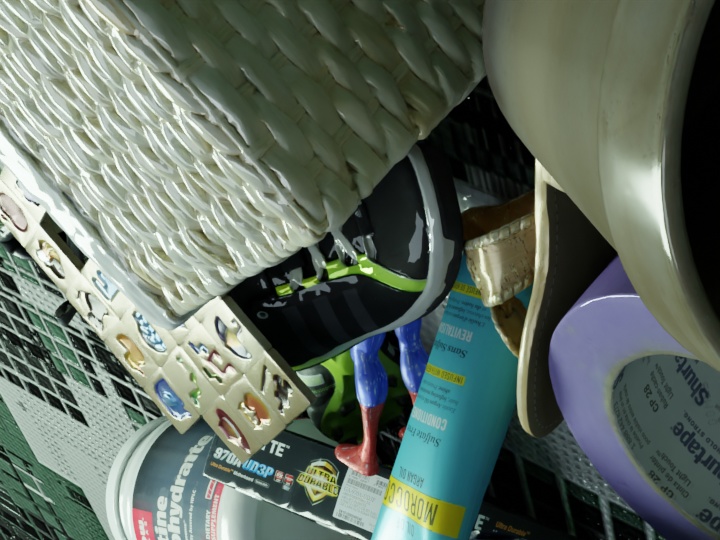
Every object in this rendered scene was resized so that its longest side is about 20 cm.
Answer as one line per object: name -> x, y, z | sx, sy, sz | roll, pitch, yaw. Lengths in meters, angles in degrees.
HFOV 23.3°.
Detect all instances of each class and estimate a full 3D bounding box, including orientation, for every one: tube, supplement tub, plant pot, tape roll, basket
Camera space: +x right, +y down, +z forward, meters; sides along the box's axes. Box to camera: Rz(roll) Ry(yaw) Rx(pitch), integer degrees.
tube -> 0.049, 0.078, 0.879 | 0.050, 0.200, 0.077 | 19, 179, -23
supplement tub -> -0.083, 0.170, 1.253 | 0.200, 0.140, 0.140 | -1, 130, 54
plant pot -> 0.133, -0.072, 0.578 | 0.174, 0.200, 0.200 | 34, 158, 58
tape roll -> 0.189, 0.059, 0.777 | 0.200, 0.085, 0.200 | 33, 151, 21
basket -> -0.057, -0.119, 0.739 | 0.200, 0.198, 0.161 | 49, 149, -9

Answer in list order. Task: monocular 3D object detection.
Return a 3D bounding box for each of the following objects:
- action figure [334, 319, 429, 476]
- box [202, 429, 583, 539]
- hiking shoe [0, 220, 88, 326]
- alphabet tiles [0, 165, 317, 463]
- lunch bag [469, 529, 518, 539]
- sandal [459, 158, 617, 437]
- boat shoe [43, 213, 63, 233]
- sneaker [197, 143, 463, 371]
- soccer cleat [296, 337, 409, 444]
action figure -> 0.000, 0.000, 0.951 | 0.099, 0.065, 0.200 | 36, 132, 50
box -> 0.027, 0.147, 1.070 | 0.159, 0.046, 0.200 | 15, 172, 44
hiking shoe -> -0.175, -0.058, 1.018 | 0.200, 0.101, 0.076 | 55, 170, 41
alphabet tiles -> -0.105, 0.006, 0.875 | 0.200, 0.008, 0.167 | 49, 147, 2
lunch bag -> 0.140, 0.189, 0.864 | 0.161, 0.083, 0.200 | 15, 176, -36
sandal -> 0.078, -0.023, 0.810 | 0.070, 0.078, 0.212 | 29, 136, 29
boat shoe -> -0.179, -0.119, 0.944 | 0.071, 0.063, 0.200 | 128, 117, -85
sneaker -> -0.024, 0.006, 0.848 | 0.200, 0.083, 0.072 | -44, 57, 51
soccer cleat -> -0.016, 0.042, 1.070 | 0.200, 0.067, 0.081 | 71, 174, -57
